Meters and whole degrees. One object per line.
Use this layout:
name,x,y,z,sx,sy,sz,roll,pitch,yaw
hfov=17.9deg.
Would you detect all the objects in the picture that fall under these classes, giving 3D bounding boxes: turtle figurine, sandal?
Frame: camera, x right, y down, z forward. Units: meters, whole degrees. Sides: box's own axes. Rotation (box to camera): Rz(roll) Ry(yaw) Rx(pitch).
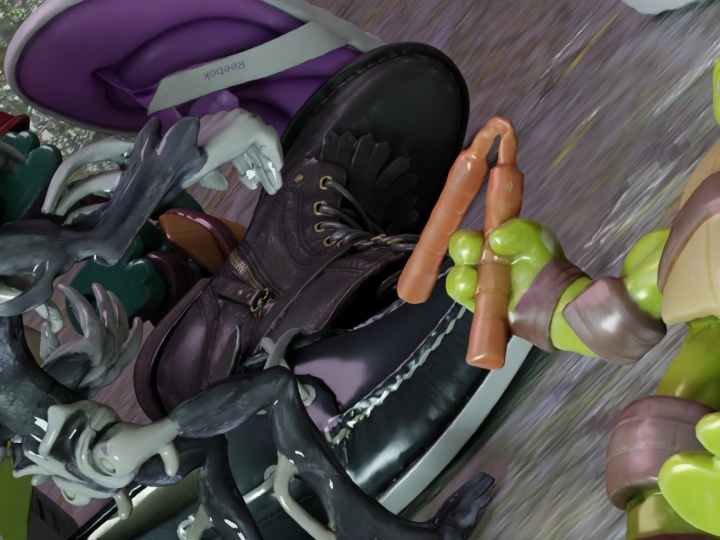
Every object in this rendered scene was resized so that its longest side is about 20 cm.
turtle figurine,0.071,0.005,0.436,0.200,0.064,0.161,-31,27,37
turtle figurine,-0.063,-0.013,0.982,0.200,0.150,0.101,-2,-66,-56
sandal,-0.042,-0.072,0.905,0.083,0.202,0.050,-59,43,29

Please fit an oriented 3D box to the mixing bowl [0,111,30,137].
mixing bowl,-0.237,-0.007,0.972,0.200,0.108,0.200,-59,2,4

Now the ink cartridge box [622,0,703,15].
ink cartridge box,0.149,-0.193,0.783,0.200,0.085,0.146,-53,10,-8

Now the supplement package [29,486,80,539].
supplement package,-0.225,0.165,1.016,0.200,0.111,0.156,-51,9,-6

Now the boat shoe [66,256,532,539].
boat shoe,-0.025,0.056,0.678,0.200,0.060,0.076,-47,10,18

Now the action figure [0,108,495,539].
action figure,-0.067,0.018,0.597,0.119,0.200,0.102,-39,12,47

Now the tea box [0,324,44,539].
tea box,-0.208,0.082,0.628,0.133,0.200,0.197,-14,60,33

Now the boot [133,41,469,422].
boot,0.000,0.000,0.816,0.200,0.069,0.174,-55,16,-10
